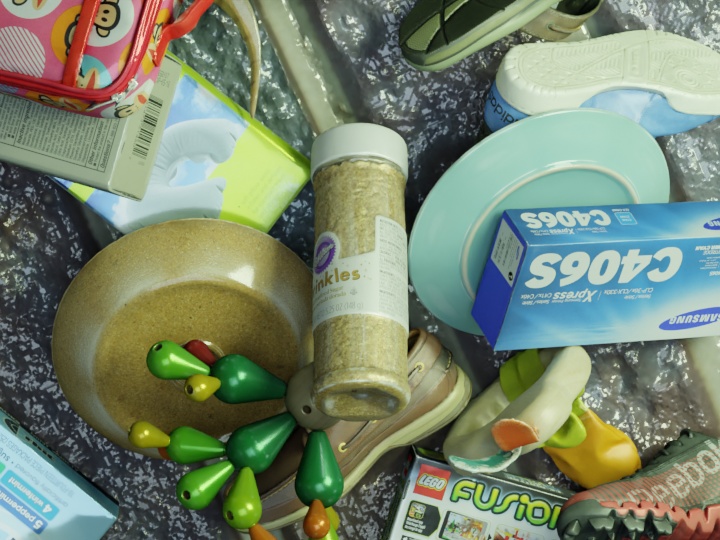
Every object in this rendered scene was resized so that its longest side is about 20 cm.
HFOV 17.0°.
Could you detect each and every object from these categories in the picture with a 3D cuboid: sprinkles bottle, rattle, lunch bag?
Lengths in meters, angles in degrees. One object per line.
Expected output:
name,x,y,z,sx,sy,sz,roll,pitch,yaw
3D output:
sprinkles bottle,0.000,0.000,1.637,0.068,0.068,0.201,2,62,-4
rattle,0.132,0.136,1.675,0.130,0.200,0.143,-24,100,0
lunch bag,-0.174,-0.201,1.556,0.176,0.082,0.201,14,83,12

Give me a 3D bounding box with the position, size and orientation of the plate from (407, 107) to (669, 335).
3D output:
plate,0.130,-0.026,1.683,0.200,0.026,0.201,-14,132,-16

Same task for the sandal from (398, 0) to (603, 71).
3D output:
sandal,0.122,-0.189,1.694,0.201,0.080,0.057,-25,128,2

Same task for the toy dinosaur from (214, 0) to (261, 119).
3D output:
toy dinosaur,-0.109,-0.216,1.680,0.200,0.060,0.106,43,107,1

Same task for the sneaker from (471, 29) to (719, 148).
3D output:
sneaker,0.171,-0.105,1.707,0.199,0.077,0.111,-6,140,-30

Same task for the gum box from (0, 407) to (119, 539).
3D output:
gum box,-0.302,0.194,1.733,0.170,0.045,0.200,41,95,-10

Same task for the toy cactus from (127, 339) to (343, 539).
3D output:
toy cactus,-0.056,0.114,1.655,0.165,0.102,0.200,-39,84,-12

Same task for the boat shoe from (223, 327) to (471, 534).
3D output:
boat shoe,-0.018,0.111,1.719,0.200,0.072,0.068,-34,120,-4

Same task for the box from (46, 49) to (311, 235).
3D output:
box,-0.146,-0.087,1.697,0.200,0.048,0.122,37,95,-10

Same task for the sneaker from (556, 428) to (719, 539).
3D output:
sneaker,0.221,0.163,1.727,0.200,0.098,0.071,-1,141,-26

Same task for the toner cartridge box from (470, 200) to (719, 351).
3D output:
toner cartridge box,0.184,0.002,1.685,0.199,0.043,0.095,-4,131,-24

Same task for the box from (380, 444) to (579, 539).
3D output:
box,0.117,0.209,1.770,0.199,0.035,0.110,17,98,-7

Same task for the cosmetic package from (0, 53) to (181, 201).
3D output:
cosmetic package,-0.234,-0.123,1.631,0.199,0.073,0.104,17,89,16

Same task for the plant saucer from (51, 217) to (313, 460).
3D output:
plant saucer,-0.117,0.059,1.695,0.199,0.035,0.201,-4,120,-6
